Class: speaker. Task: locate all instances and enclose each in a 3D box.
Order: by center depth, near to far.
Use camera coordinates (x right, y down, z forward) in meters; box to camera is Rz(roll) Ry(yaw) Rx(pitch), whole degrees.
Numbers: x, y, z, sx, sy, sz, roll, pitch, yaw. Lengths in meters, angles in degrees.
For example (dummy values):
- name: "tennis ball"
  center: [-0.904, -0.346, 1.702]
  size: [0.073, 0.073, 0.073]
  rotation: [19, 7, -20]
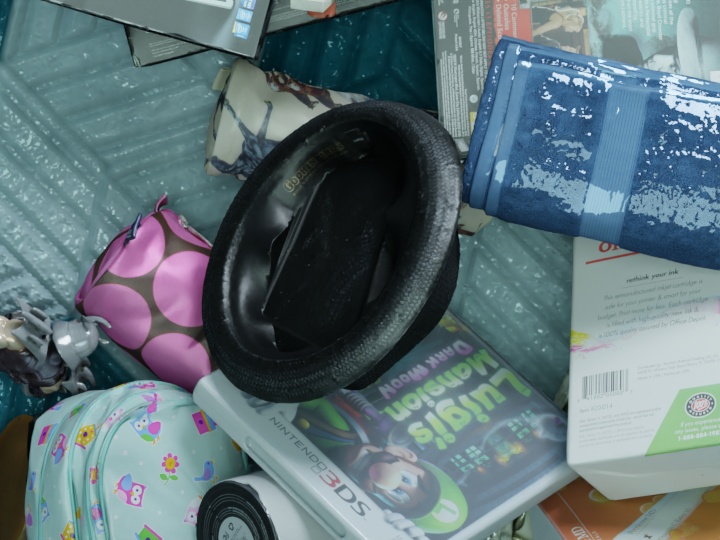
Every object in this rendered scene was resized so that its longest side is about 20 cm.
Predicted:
- name: "speaker"
  center: [-0.002, 0.150, 1.574]
  size: [0.200, 0.081, 0.081]
  rotation: [-11, 97, -42]

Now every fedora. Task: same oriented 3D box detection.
- name: "fedora"
  center: [0.000, 0.000, 1.528]
  size: [0.201, 0.201, 0.092]
  rotation: [-49, 136, 5]

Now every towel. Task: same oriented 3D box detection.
- name: "towel"
  center: [0.166, -0.067, 1.508]
  size: [0.200, 0.049, 0.112]
  rotation: [14, 79, 6]

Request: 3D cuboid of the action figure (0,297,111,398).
- name: "action figure"
  center: [-0.254, 0.051, 1.613]
  size: [0.200, 0.130, 0.069]
  rotation: [-10, 50, 15]

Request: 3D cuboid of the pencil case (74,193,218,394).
- name: "pencil case"
  center: [-0.085, 0.046, 1.627]
  size: [0.200, 0.091, 0.094]
  rotation: [41, 69, -5]

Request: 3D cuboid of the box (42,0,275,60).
- name: "box"
  center: [-0.112, -0.246, 1.551]
  size: [0.157, 0.050, 0.200]
  rotation: [16, 94, 0]

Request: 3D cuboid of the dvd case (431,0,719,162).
- name: "dvd case"
  center: [0.145, -0.145, 1.556]
  size: [0.200, 0.022, 0.146]
  rotation: [-4, 89, 6]

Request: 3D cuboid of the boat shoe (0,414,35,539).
- name: "boat shoe"
  center: [-0.221, 0.196, 1.654]
  size: [0.070, 0.070, 0.200]
  rotation: [14, 91, -37]

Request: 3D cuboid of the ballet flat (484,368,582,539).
- name: "ballet flat"
  center: [0.148, 0.112, 1.636]
  size: [0.072, 0.072, 0.200]
  rotation: [32, 94, -2]

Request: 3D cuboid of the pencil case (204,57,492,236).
- name: "pencil case"
  center: [-0.004, -0.081, 1.615]
  size: [0.200, 0.089, 0.078]
  rotation: [13, 124, 0]

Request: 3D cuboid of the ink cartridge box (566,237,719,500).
- name: "ink cartridge box"
  center: [0.194, 0.032, 1.557]
  size: [0.117, 0.067, 0.200]
  rotation: [-11, 61, 29]

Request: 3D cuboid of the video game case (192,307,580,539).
- name: "video game case"
  center: [0.026, 0.095, 1.557]
  size: [0.182, 0.200, 0.023]
  rotation: [43, 133, 20]

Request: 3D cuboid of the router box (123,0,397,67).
- name: "router box"
  center: [-0.068, -0.226, 1.609]
  size: [0.200, 0.062, 0.150]
  rotation: [-14, 95, 3]

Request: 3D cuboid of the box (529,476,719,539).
- name: "box"
  center: [0.222, 0.180, 1.579]
  size: [0.200, 0.124, 0.098]
  rotation: [-15, 115, -11]

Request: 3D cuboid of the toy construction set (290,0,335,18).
- name: "toy construction set"
  center: [0.010, -0.248, 1.498]
  size: [0.092, 0.131, 0.200]
  rotation: [14, 114, -7]

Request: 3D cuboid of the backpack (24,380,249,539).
- name: "backpack"
  center: [-0.136, 0.170, 1.592]
  size: [0.126, 0.167, 0.200]
  rotation: [-9, 88, 47]
